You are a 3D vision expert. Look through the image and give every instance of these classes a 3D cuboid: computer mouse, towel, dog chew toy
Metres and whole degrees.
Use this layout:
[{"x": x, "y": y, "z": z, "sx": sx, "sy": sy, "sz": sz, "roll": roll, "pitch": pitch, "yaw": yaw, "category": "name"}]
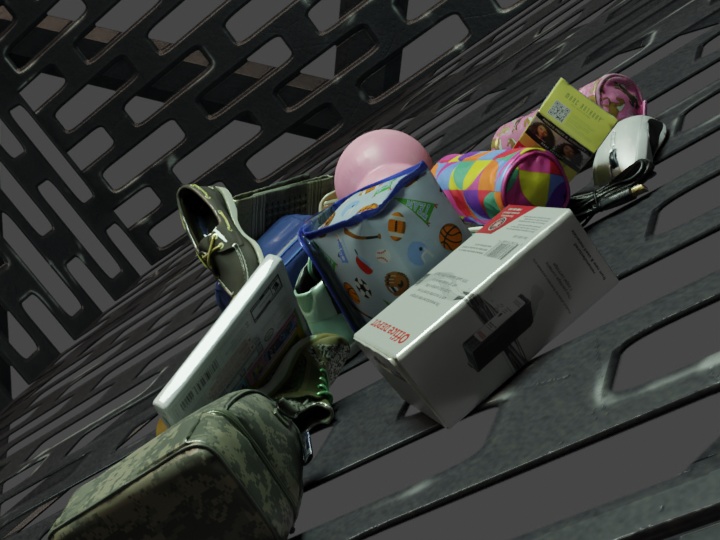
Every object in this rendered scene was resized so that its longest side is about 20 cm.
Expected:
[{"x": 0.272, "y": -0.119, "z": 1.202, "sx": 0.109, "sy": 0.044, "sz": 0.200, "roll": -31, "pitch": 13, "yaw": 35, "category": "computer mouse"}, {"x": -0.111, "y": -0.027, "z": 1.549, "sx": 0.034, "sy": 0.201, "sz": 0.192, "roll": 22, "pitch": 27, "yaw": 38, "category": "towel"}, {"x": 0.040, "y": -0.080, "z": 1.345, "sx": 0.124, "sy": 0.125, "sz": 0.201, "roll": -35, "pitch": 38, "yaw": 13, "category": "dog chew toy"}]

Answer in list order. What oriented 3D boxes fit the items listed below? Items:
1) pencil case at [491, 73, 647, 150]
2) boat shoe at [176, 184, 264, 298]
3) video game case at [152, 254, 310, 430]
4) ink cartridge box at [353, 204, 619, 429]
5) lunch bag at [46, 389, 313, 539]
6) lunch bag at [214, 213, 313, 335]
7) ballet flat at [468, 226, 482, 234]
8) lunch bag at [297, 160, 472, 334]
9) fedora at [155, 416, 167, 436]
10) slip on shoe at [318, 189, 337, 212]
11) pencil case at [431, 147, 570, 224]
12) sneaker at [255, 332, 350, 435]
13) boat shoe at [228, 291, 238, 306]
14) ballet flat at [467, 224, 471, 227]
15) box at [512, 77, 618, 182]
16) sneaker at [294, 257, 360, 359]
[{"x": 0.248, "y": -0.167, "z": 1.364, "sx": 0.086, "sy": 0.083, "sz": 0.200, "roll": -34, "pitch": 7, "yaw": -36, "category": "pencil case"}, {"x": -0.174, "y": -0.031, "z": 1.396, "sx": 0.072, "sy": 0.060, "sz": 0.202, "roll": -55, "pitch": 45, "yaw": 27, "category": "boat shoe"}, {"x": -0.124, "y": 0.111, "z": 1.186, "sx": 0.022, "sy": 0.183, "sz": 0.200, "roll": 21, "pitch": 60, "yaw": 26, "category": "video game case"}, {"x": 0.106, "y": 0.036, "z": 1.008, "sx": 0.200, "sy": 0.084, "sz": 0.144, "roll": -39, "pitch": 12, "yaw": -8, "category": "ink cartridge box"}, {"x": -0.148, "y": 0.200, "z": 1.003, "sx": 0.199, "sy": 0.140, "sz": 0.168, "roll": -34, "pitch": 13, "yaw": 16, "category": "lunch bag"}, {"x": -0.069, "y": 0.017, "z": 1.463, "sx": 0.132, "sy": 0.136, "sz": 0.200, "roll": 7, "pitch": 47, "yaw": 50, "category": "lunch bag"}, {"x": 0.115, "y": -0.009, "z": 1.230, "sx": 0.200, "sy": 0.070, "sz": 0.069, "roll": -25, "pitch": 17, "yaw": 51, "category": "ballet flat"}, {"x": 0.027, "y": 0.001, "z": 1.176, "sx": 0.124, "sy": 0.171, "sz": 0.200, "roll": -38, "pitch": 12, "yaw": -25, "category": "lunch bag"}, {"x": -0.168, "y": 0.144, "z": 1.372, "sx": 0.201, "sy": 0.082, "sz": 0.201, "roll": -53, "pitch": 10, "yaw": 13, "category": "fedora"}, {"x": 0.038, "y": -0.083, "z": 1.558, "sx": 0.199, "sy": 0.077, "sz": 0.061, "roll": -11, "pitch": -11, "yaw": -14, "category": "slip on shoe"}, {"x": 0.141, "y": -0.083, "z": 1.200, "sx": 0.088, "sy": 0.089, "sz": 0.200, "roll": -40, "pitch": 18, "yaw": -12, "category": "pencil case"}, {"x": -0.055, "y": 0.140, "z": 1.199, "sx": 0.088, "sy": 0.077, "sz": 0.200, "roll": 12, "pitch": 37, "yaw": 31, "category": "sneaker"}, {"x": -0.109, "y": 0.075, "z": 1.284, "sx": 0.062, "sy": 0.200, "sz": 0.074, "roll": 18, "pitch": 71, "yaw": 27, "category": "boat shoe"}, {"x": 0.100, "y": -0.061, "z": 1.437, "sx": 0.067, "sy": 0.069, "sz": 0.200, "roll": -4, "pitch": 15, "yaw": -22, "category": "ballet flat"}, {"x": 0.201, "y": -0.125, "z": 1.209, "sx": 0.050, "sy": 0.075, "sz": 0.200, "roll": -52, "pitch": -3, "yaw": -17, "category": "box"}, {"x": 0.000, "y": 0.000, "z": 1.348, "sx": 0.073, "sy": 0.119, "sz": 0.201, "roll": -2, "pitch": 37, "yaw": 43, "category": "sneaker"}]
